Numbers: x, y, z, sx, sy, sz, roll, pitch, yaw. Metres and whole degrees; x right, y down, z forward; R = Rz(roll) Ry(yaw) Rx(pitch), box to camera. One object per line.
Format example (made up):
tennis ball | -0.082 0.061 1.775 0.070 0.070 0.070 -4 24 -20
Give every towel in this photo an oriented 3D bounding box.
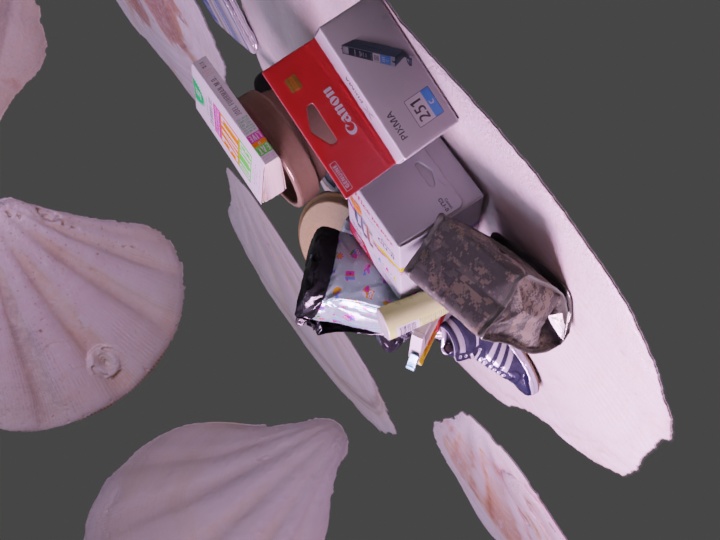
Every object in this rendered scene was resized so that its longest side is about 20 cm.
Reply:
towel | -0.266 -0.508 2.004 0.200 0.024 0.147 46 167 46

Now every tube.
tube | 0.121 0.043 1.549 0.058 0.198 0.052 -124 16 -54

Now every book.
book | -0.188 -0.216 1.600 0.201 0.048 0.134 54 165 15

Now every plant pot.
plant pot | -0.085 -0.229 1.671 0.201 0.174 0.201 51 167 17

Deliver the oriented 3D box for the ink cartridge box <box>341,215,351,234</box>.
ink cartridge box | 0.000 0.000 1.756 0.099 0.039 0.201 30 133 10

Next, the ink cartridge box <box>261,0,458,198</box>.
ink cartridge box | 0.001 -0.223 1.337 0.201 0.176 0.045 55 168 -4

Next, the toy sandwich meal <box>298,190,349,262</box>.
toy sandwich meal | -0.019 -0.049 1.829 0.203 0.070 0.207 15 119 29

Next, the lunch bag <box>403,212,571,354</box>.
lunch bag | 0.186 0.023 1.403 0.164 0.118 0.199 42 -167 36

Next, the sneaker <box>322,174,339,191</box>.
sneaker | -0.005 -0.152 1.866 0.087 0.076 0.201 -1 127 56

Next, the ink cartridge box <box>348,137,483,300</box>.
ink cartridge box | 0.075 -0.083 1.497 0.146 0.144 0.200 55 168 21

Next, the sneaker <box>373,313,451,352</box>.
sneaker | 0.102 0.105 1.891 0.198 0.076 0.114 25 134 2

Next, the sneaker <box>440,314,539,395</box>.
sneaker | 0.204 0.142 1.697 0.201 0.108 0.070 58 168 -13

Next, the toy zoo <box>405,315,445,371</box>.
toy zoo | 0.118 0.068 1.648 0.020 0.201 0.131 24 161 12

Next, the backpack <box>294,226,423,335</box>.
backpack | 0.010 0.026 1.629 0.198 0.169 0.127 16 161 -9

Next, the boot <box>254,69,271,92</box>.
boot | -0.116 -0.278 2.002 0.188 0.068 0.200 40 170 29
